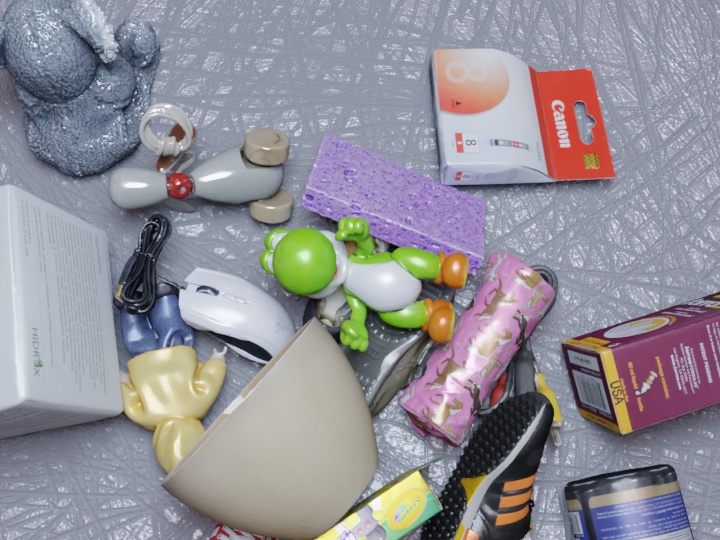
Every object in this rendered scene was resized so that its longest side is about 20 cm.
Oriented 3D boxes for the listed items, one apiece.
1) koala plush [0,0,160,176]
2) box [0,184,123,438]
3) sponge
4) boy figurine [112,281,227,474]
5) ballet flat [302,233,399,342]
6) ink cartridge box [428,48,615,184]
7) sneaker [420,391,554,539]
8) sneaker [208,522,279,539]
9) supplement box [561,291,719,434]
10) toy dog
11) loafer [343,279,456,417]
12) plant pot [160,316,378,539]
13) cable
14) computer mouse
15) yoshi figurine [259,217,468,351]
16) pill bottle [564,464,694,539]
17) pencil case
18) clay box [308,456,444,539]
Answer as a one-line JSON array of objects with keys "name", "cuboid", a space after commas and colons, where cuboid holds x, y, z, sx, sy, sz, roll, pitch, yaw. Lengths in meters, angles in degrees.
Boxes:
[{"name": "koala plush", "cuboid": [-0.309, -0.214, 0.880, 0.175, 0.200, 0.186, -4, 75, -4]}, {"name": "box", "cuboid": [-0.357, 0.053, 0.797, 0.197, 0.171, 0.202, -13, 74, 11]}, {"name": "sponge", "cuboid": [0.040, -0.072, 0.900, 0.198, 0.030, 0.112, 22, 39, -5]}, {"name": "boy figurine", "cuboid": [-0.192, 0.114, 0.865, 0.123, 0.064, 0.202, -17, 77, -7]}, {"name": "ballet flat", "cuboid": [-0.001, -0.012, 0.905, 0.073, 0.073, 0.201, 27, 75, 5]}, {"name": "ink cartridge box", "cuboid": [0.182, -0.177, 0.953, 0.198, 0.050, 0.164, -3, 63, 0]}, {"name": "sneaker", "cuboid": [0.143, 0.217, 0.838, 0.090, 0.070, 0.201, 32, 91, -21]}, {"name": "sneaker", "cuboid": [-0.124, 0.268, 0.798, 0.071, 0.113, 0.201, 23, 75, 5]}, {"name": "supplement box", "cuboid": [0.324, 0.089, 0.859, 0.198, 0.110, 0.086, -16, 93, -7]}, {"name": "toy dog", "cuboid": [-0.164, -0.111, 0.909, 0.198, 0.096, 0.133, 14, 114, -27]}, {"name": "loafer", "cuboid": [0.031, 0.079, 0.884, 0.075, 0.070, 0.200, 35, 79, 29]}, {"name": "plant pot", "cuboid": [-0.062, 0.162, 0.762, 0.134, 0.200, 0.200, 44, 77, -2]}, {"name": "cable", "cuboid": [0.169, 0.092, 0.909, 0.096, 0.050, 0.202, -1, 61, 15]}, {"name": "computer mouse", "cuboid": [-0.145, 0.028, 0.865, 0.199, 0.044, 0.110, 28, 51, -17]}, {"name": "yoshi figurine", "cuboid": [-0.002, 0.007, 0.795, 0.198, 0.112, 0.113, 13, 56, 1]}, {"name": "pill bottle", "cuboid": [0.271, 0.296, 0.808, 0.111, 0.112, 0.202, -9, 75, -5]}, {"name": "pencil case", "cuboid": [0.116, 0.080, 0.857, 0.082, 0.087, 0.201, 27, 77, 34]}, {"name": "clay box", "cuboid": [0.001, 0.250, 0.807, 0.199, 0.115, 0.048, -30, 79, -9]}]
